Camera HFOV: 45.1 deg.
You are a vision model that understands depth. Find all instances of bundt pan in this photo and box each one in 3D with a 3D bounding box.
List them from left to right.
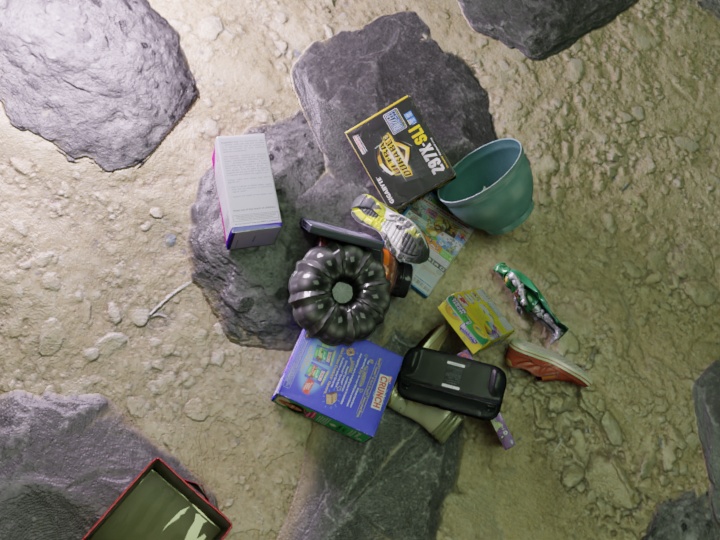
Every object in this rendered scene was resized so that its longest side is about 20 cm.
[{"bbox_3d":[-0.032,0.039,1.608,0.201,0.076,0.203,2,82,-12],"label":"bundt pan"}]

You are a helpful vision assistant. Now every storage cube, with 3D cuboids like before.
[{"bbox_3d":[-0.337,0.439,1.439,0.171,0.180,0.200,41,66,1],"label":"storage cube"}]

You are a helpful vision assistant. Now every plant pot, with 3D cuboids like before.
[{"bbox_3d":[0.280,-0.160,1.811,0.200,0.200,0.134,-49,116,-23],"label":"plant pot"}]

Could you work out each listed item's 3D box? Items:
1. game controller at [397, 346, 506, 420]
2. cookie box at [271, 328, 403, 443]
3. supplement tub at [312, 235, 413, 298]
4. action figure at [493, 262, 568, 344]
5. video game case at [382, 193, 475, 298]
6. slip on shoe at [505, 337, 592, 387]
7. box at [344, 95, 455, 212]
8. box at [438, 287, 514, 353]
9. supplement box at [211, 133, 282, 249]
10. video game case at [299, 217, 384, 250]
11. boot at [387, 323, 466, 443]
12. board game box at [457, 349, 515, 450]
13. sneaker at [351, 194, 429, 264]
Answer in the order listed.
[{"bbox_3d":[0.172,0.211,1.633,0.199,0.042,0.105,14,71,9],"label":"game controller"},{"bbox_3d":[-0.043,0.208,1.650,0.199,0.075,0.172,26,67,-5],"label":"cookie box"},{"bbox_3d":[0.000,0.000,1.713,0.199,0.107,0.107,13,69,-10],"label":"supplement tub"},{"bbox_3d":[0.349,0.062,1.801,0.055,0.118,0.200,-36,76,-10],"label":"action figure"},{"bbox_3d":[0.135,-0.060,1.817,0.143,0.018,0.200,37,67,0],"label":"video game case"},{"bbox_3d":[0.385,0.200,1.782,0.199,0.074,0.061,21,103,-14],"label":"slip on shoe"},{"bbox_3d":[0.084,-0.240,1.814,0.159,0.049,0.201,-29,81,2],"label":"box"},{"bbox_3d":[0.226,0.098,1.699,0.048,0.200,0.118,-42,75,20],"label":"box"},{"bbox_3d":[-0.226,-0.156,1.705,0.103,0.101,0.201,-8,75,-18],"label":"supplement box"},{"bbox_3d":[-0.040,-0.072,1.682,0.142,0.200,0.019,14,94,-11],"label":"video game case"},{"bbox_3d":[0.157,0.220,1.702,0.154,0.072,0.200,36,74,0],"label":"boot"},{"bbox_3d":[0.245,0.250,1.692,0.032,0.120,0.201,-27,80,8],"label":"board game box"},{"bbox_3d":[0.073,-0.085,1.731,0.200,0.085,0.075,44,107,26],"label":"sneaker"}]
